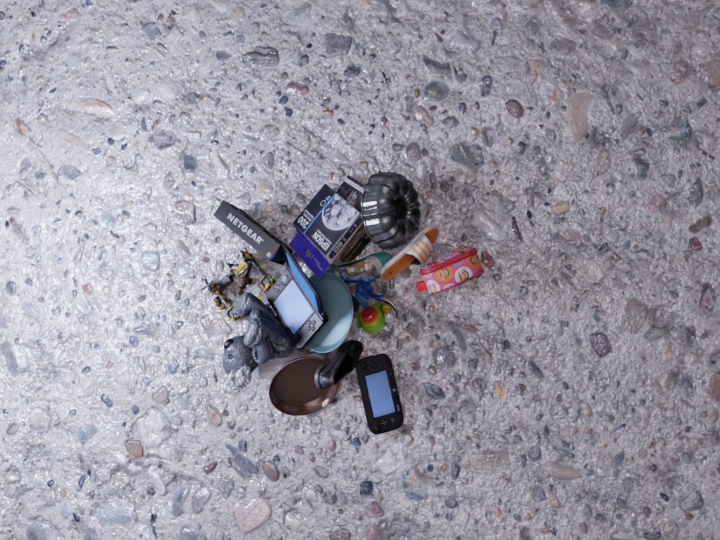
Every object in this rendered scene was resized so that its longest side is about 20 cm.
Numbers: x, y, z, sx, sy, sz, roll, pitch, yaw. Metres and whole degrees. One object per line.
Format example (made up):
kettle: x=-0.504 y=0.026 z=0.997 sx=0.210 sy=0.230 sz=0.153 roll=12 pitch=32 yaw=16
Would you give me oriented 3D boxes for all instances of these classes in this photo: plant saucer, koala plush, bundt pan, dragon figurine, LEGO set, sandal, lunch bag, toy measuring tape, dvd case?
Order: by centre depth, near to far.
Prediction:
lunch bag: x=0.220 y=0.007 z=1.369 sx=0.171 sy=0.200 sz=0.085 roll=-24 pitch=90 yaw=3
plant saucer: x=-0.092 y=0.109 z=1.382 sx=0.194 sy=0.027 sz=0.209 roll=-6 pitch=79 yaw=34
bundt pan: x=0.090 y=-0.160 z=1.386 sx=0.074 sy=0.198 sz=0.211 roll=-3 pitch=86 yaw=43
dragon figurine: x=0.019 y=0.056 z=1.407 sx=0.098 sy=0.059 sz=0.203 roll=-32 pitch=104 yaw=16
koala plush: x=-0.290 y=0.207 z=1.410 sx=0.200 sy=0.178 sz=0.183 roll=-46 pitch=128 yaw=5
plant saucer: x=-0.152 y=0.303 z=1.425 sx=0.192 sy=0.035 sz=0.207 roll=-9 pitch=124 yaw=-13
sandal: x=0.144 y=-0.030 z=1.433 sx=0.206 sy=0.079 sz=0.060 roll=-43 pitch=54 yaw=8
toy measuring tape: x=0.002 y=0.155 z=1.444 sx=0.196 sy=0.074 sz=0.075 roll=-34 pitch=85 yaw=3
dvd case: x=-0.047 y=-0.149 z=1.451 sx=0.148 sy=0.016 sz=0.203 roll=36 pitch=93 yaw=44
LEGO set: x=-0.337 y=0.041 z=1.460 sx=0.196 sy=0.116 sz=0.157 roll=-33 pitch=85 yaw=3
sandal: x=0.010 y=-0.108 z=1.464 sx=0.200 sy=0.080 sz=0.054 roll=-44 pitch=63 yaw=6

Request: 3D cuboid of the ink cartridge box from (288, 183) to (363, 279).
ink cartridge box: x=-0.103 y=-0.111 z=1.429 sx=0.202 sy=0.043 sz=0.198 roll=-51 pitch=46 yaw=3

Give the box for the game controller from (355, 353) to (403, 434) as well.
game controller: x=0.052 y=0.335 z=1.446 sx=0.100 sy=0.042 sz=0.208 roll=-13 pitch=87 yaw=5

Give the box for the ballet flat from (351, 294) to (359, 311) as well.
ballet flat: x=-0.096 y=0.076 z=1.475 sx=0.192 sy=0.057 sz=0.069 roll=11 pitch=97 yaw=-1

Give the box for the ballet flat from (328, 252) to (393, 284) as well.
ballet flat: x=0.000 y=0.000 z=1.453 sx=0.192 sy=0.070 sz=0.070 roll=-16 pitch=89 yaw=4

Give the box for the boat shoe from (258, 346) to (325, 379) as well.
boat shoe: x=-0.192 y=0.245 z=1.466 sx=0.193 sy=0.072 sz=0.071 roll=-16 pitch=84 yaw=13

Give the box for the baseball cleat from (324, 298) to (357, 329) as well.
baseball cleat: x=-0.095 y=0.133 z=1.438 sx=0.194 sy=0.069 sz=0.111 roll=-18 pitch=83 yaw=26

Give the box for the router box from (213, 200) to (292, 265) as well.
router box: x=-0.287 y=-0.099 z=1.443 sx=0.198 sy=0.157 sz=0.053 roll=38 pitch=90 yaw=7

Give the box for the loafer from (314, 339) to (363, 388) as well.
loafer: x=-0.041 y=0.247 z=1.388 sx=0.061 sy=0.199 sz=0.075 roll=-5 pitch=108 yaw=36

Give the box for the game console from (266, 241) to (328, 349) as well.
game console: x=-0.177 y=0.067 z=1.360 sx=0.176 sy=0.115 sz=0.202 roll=-46 pitch=60 yaw=14
